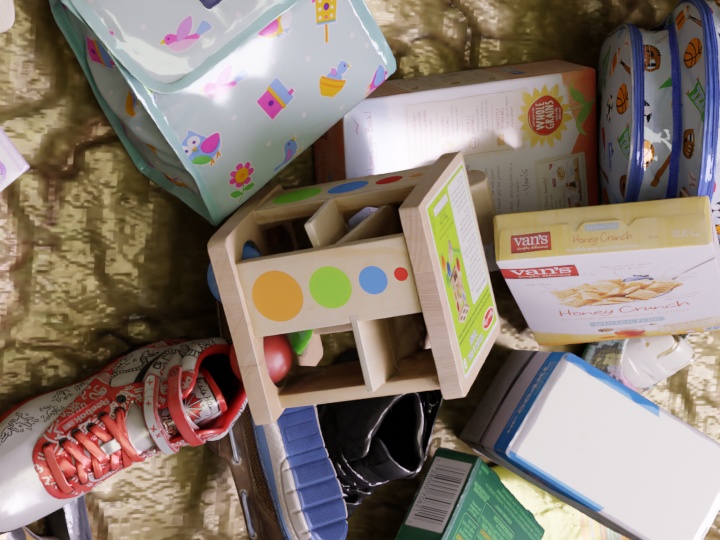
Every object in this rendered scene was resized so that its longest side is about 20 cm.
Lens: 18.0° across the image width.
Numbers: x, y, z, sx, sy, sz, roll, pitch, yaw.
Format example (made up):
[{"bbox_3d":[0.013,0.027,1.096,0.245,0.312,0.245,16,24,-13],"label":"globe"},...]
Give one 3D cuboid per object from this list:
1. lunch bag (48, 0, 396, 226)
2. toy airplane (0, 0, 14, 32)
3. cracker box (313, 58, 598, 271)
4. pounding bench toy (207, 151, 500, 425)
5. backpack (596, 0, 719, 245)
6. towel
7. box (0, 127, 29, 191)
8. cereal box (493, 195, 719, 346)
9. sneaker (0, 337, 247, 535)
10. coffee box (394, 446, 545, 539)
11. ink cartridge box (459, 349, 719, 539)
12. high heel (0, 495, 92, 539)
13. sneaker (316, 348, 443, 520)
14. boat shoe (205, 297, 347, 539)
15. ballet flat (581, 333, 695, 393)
[{"bbox_3d":[-0.093,-0.159,1.426,0.170,0.122,0.200,-40,134,-14],"label":"lunch bag"},{"bbox_3d":[-0.242,-0.266,1.322,0.200,0.141,0.200,31,81,-35],"label":"toy airplane"},{"bbox_3d":[0.067,-0.068,1.581,0.199,0.058,0.135,-9,106,-25],"label":"cracker box"},{"bbox_3d":[0.000,0.000,1.475,0.155,0.200,0.125,-9,106,18],"label":"pounding bench toy"},{"bbox_3d":[0.242,-0.106,1.567,0.153,0.190,0.201,-4,83,-12],"label":"backpack"},{"bbox_3d":[0.137,0.177,1.697,0.199,0.018,0.087,-12,101,-23],"label":"towel"},{"bbox_3d":[-0.280,-0.131,1.405,0.041,0.039,0.200,-39,115,-13],"label":"box"},{"bbox_3d":[0.176,0.003,1.557,0.143,0.200,0.040,-5,72,12],"label":"cereal box"},{"bbox_3d":[-0.157,0.100,1.445,0.201,0.108,0.068,-34,108,-39],"label":"sneaker"},{"bbox_3d":[0.053,0.238,1.585,0.123,0.044,0.201,48,60,-48],"label":"coffee box"},{"bbox_3d":[0.162,0.123,1.573,0.146,0.200,0.085,31,87,-5],"label":"ink cartridge box"},{"bbox_3d":[-0.259,0.196,1.470,0.199,0.071,0.143,-14,103,-31],"label":"high heel"},{"bbox_3d":[-0.001,0.126,1.564,0.060,0.104,0.201,23,91,-31],"label":"sneaker"},{"bbox_3d":[-0.072,0.099,1.533,0.072,0.072,0.201,0,75,-57],"label":"boat shoe"},{"bbox_3d":[0.233,0.029,1.676,0.200,0.071,0.069,-54,131,-6],"label":"ballet flat"}]
